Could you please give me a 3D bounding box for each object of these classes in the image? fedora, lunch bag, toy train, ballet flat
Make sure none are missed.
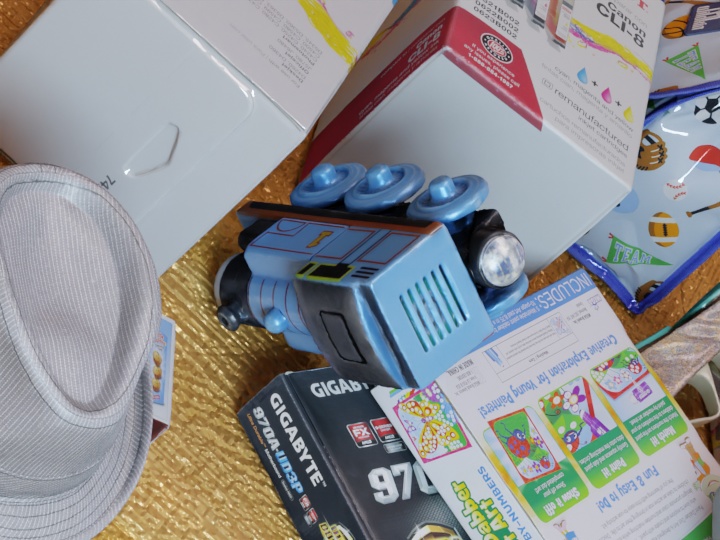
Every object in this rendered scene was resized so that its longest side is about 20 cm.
[{"bbox_3d":[-0.156,0.029,1.430,0.177,0.090,0.200,14,59,-34],"label":"fedora"},{"bbox_3d":[0.215,-0.102,1.882,0.124,0.200,0.170,39,37,-13],"label":"lunch bag"},{"bbox_3d":[0.000,0.000,1.583,0.114,0.200,0.087,-36,115,-28],"label":"toy train"},{"bbox_3d":[0.206,0.056,1.817,0.200,0.068,0.067,-33,83,-32],"label":"ballet flat"}]

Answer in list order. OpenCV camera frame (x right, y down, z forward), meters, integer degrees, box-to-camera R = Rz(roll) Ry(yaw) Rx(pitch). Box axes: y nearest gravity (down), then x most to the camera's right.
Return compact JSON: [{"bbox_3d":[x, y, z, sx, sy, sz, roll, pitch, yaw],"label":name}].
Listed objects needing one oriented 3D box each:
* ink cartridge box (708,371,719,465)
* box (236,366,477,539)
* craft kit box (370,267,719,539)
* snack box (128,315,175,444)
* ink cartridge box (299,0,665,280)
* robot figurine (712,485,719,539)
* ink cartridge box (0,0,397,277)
[{"bbox_3d":[0.282,0.123,1.851,0.115,0.068,0.200,26,41,-26],"label":"ink cartridge box"},{"bbox_3d":[0.044,0.123,1.622,0.200,0.046,0.159,-6,62,-49],"label":"box"},{"bbox_3d":[0.122,0.110,1.640,0.198,0.049,0.200,53,33,9],"label":"craft kit box"},{"bbox_3d":[-0.181,0.018,1.504,0.200,0.024,0.072,27,41,-27],"label":"snack box"},{"bbox_3d":[0.076,-0.106,1.789,0.145,0.145,0.200,36,36,-16],"label":"ink cartridge box"},{"bbox_3d":[0.244,0.177,1.596,0.170,0.113,0.200,70,22,-65],"label":"robot figurine"},{"bbox_3d":[-0.092,-0.126,1.630,0.146,0.147,0.200,42,35,-9],"label":"ink cartridge box"}]
